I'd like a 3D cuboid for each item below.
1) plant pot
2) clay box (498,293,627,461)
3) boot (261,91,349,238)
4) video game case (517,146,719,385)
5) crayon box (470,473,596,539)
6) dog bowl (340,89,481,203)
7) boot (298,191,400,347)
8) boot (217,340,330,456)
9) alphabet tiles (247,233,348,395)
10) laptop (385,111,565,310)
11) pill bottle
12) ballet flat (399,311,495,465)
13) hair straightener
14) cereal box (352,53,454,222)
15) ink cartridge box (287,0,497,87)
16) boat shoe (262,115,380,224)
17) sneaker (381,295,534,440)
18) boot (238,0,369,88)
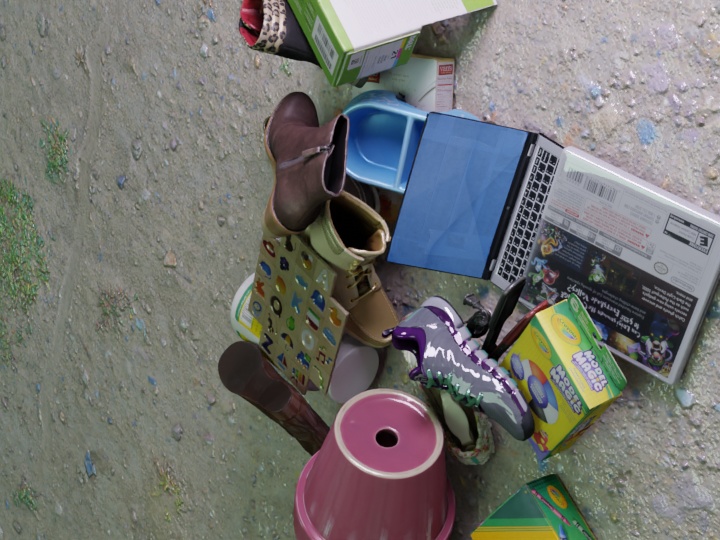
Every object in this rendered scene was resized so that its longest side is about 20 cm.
[{"bbox_3d":[0.024,0.246,1.531,0.200,0.198,0.180,45,144,31],"label":"plant pot"},{"bbox_3d":[0.210,0.116,1.389,0.116,0.047,0.201,61,160,19],"label":"clay box"},{"bbox_3d":[-0.051,-0.141,1.480,0.166,0.072,0.202,-32,44,54],"label":"boot"},{"bbox_3d":[0.270,-0.006,1.346,0.199,0.023,0.184,30,120,27],"label":"video game case"},{"bbox_3d":[0.222,0.349,1.469,0.119,0.058,0.201,-51,62,40],"label":"crayon box"},{"bbox_3d":[0.056,-0.138,1.496,0.198,0.050,0.113,17,107,17],"label":"dog bowl"},{"bbox_3d":[0.000,0.000,1.545,0.201,0.073,0.155,56,157,-4],"label":"boot"},{"bbox_3d":[-0.088,0.193,1.705,0.064,0.200,0.186,-45,40,-4],"label":"boot"},{"bbox_3d":[-0.079,0.050,1.590,0.166,0.006,0.202,44,137,31],"label":"alphabet tiles"},{"bbox_3d":[0.153,-0.050,1.422,0.200,0.115,0.189,38,124,36],"label":"laptop"},{"bbox_3d":[-0.071,0.086,1.696,0.199,0.112,0.114,34,122,38],"label":"pill bottle"},{"bbox_3d":[0.102,0.136,1.545,0.075,0.064,0.202,-30,78,10],"label":"ballet flat"},{"bbox_3d":[0.149,0.053,1.453,0.077,0.041,0.200,49,160,11],"label":"hair straightener"},{"bbox_3d":[0.047,-0.160,1.571,0.143,0.039,0.203,15,108,45],"label":"cereal box"},{"bbox_3d":[0.032,-0.312,1.470,0.149,0.198,0.076,64,159,17],"label":"ink cartridge box"},{"bbox_3d":[-0.051,-0.124,1.603,0.072,0.059,0.200,-49,56,12],"label":"boat shoe"},{"bbox_3d":[0.108,0.125,1.451,0.200,0.087,0.075,51,160,29],"label":"sneaker"},{"bbox_3d":[-0.069,-0.301,1.553,0.074,0.149,0.201,-59,31,34],"label":"boot"}]
